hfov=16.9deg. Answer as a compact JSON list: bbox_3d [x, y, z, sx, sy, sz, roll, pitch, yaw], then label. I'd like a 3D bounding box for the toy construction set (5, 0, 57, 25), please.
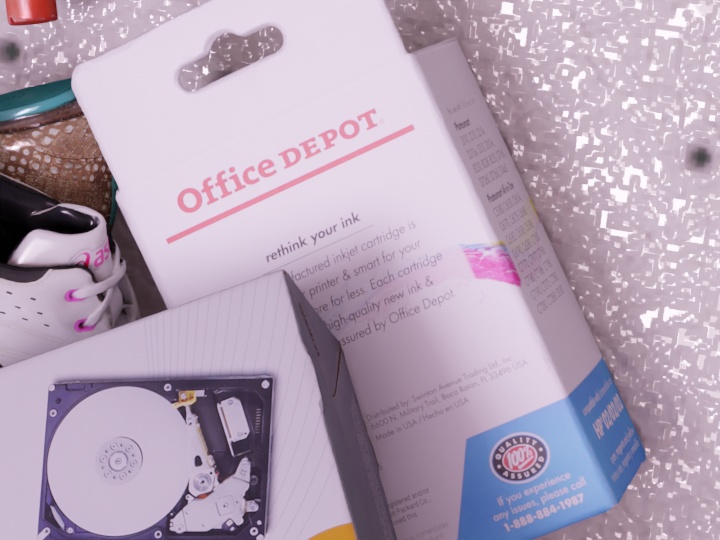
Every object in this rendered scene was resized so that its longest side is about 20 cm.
[{"bbox_3d":[-0.098,-0.179,0.792,0.131,0.092,0.201,-7,106,-7],"label":"toy construction set"}]

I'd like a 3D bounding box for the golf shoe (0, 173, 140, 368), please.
[{"bbox_3d":[-0.105,0.024,0.805,0.092,0.073,0.200,-34,120,31],"label":"golf shoe"}]

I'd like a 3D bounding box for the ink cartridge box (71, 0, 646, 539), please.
[{"bbox_3d":[0.000,0.000,0.807,0.115,0.068,0.200,-23,93,19],"label":"ink cartridge box"}]

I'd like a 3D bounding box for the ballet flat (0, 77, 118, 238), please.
[{"bbox_3d":[-0.176,-0.018,0.858,0.200,0.071,0.065,-8,106,20],"label":"ballet flat"}]

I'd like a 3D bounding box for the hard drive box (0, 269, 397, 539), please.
[{"bbox_3d":[-0.086,0.111,0.726,0.200,0.077,0.156,-20,67,6],"label":"hard drive box"}]
